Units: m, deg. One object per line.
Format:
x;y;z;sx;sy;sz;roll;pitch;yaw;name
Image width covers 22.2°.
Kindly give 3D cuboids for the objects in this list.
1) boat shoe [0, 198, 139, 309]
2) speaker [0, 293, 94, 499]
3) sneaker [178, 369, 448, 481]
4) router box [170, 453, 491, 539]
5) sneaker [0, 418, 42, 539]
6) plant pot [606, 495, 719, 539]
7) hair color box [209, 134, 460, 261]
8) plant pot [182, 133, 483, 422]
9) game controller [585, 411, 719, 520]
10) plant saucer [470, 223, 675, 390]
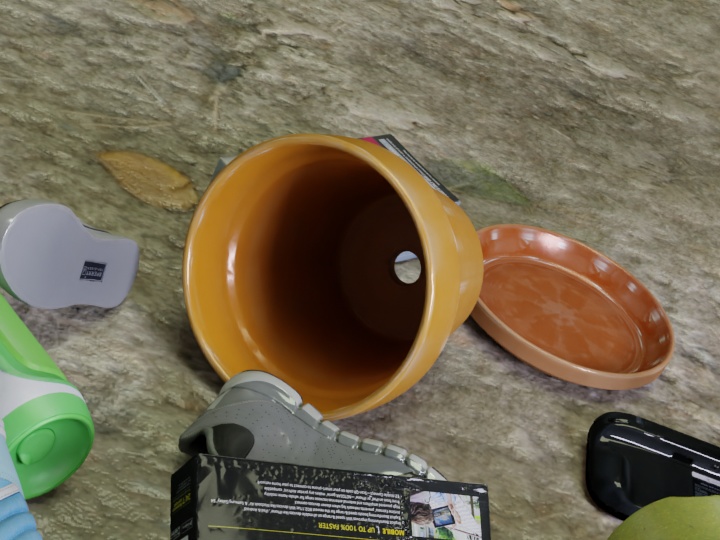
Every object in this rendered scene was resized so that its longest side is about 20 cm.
-0.220;-0.017;1.272;0.065;0.072;0.200;19;4;18;boat shoe
-0.252;0.053;1.180;0.088;0.089;0.200;-10;45;-43;speaker
-0.036;0.151;1.211;0.199;0.075;0.115;27;37;20;sneaker
-0.015;0.197;1.108;0.199;0.051;0.150;9;64;-24;router box
-0.268;0.161;1.023;0.199;0.080;0.131;-22;72;-28;sneaker
0.230;0.242;1.160;0.199;0.201;0.184;15;22;-15;plant pot
-0.024;-0.052;1.516;0.199;0.061;0.099;-12;48;-44;hair color box
0.000;0.000;1.352;0.200;0.201;0.183;37;19;19;plant pot
0.266;0.175;1.414;0.199;0.042;0.105;21;46;-6;game controller
0.170;0.033;1.552;0.199;0.032;0.201;18;32;-12;plant saucer
